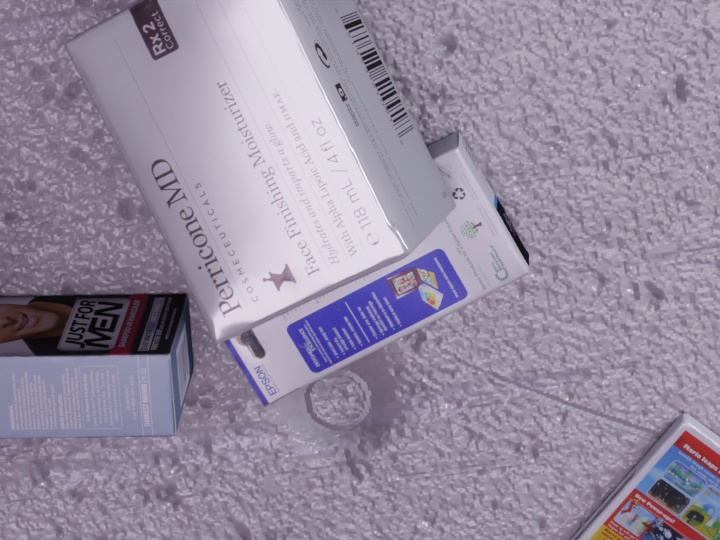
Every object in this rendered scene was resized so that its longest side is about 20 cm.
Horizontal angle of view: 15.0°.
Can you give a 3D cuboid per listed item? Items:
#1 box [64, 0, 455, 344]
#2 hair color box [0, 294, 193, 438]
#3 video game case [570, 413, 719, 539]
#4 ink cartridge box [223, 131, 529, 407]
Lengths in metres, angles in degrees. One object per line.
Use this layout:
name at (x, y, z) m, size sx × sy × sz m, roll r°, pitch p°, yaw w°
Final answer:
box at (-0.054, -0.084, 1.626) m, size 0.130 × 0.200 × 0.200 m, roll -26°, pitch 94°, yaw 13°
hair color box at (-0.213, 0.061, 1.765) m, size 0.199 × 0.099 × 0.061 m, roll -1°, pitch 112°, yaw 4°
video game case at (0.209, 0.209, 1.841) m, size 0.143 × 0.017 × 0.200 m, roll 36°, pitch 110°, yaw -10°
ink cartridge box at (0.000, 0.000, 1.761) m, size 0.199 × 0.039 × 0.100 m, roll -27°, pitch 108°, yaw 12°
